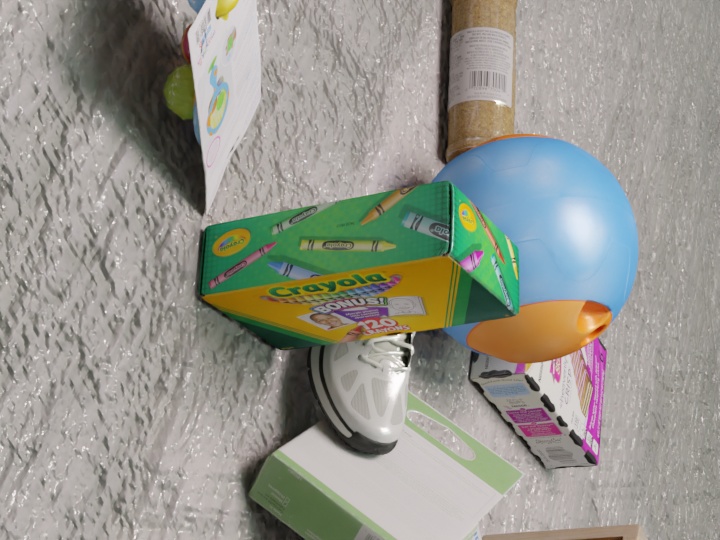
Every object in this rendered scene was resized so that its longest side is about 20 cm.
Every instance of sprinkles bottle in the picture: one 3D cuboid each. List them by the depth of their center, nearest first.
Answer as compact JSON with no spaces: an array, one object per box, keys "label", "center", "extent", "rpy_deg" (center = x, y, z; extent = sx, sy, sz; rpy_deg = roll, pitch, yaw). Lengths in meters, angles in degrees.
[{"label":"sprinkles bottle","center":[0.117,-0.195,1.711],"extent":[0.068,0.068,0.201],"rpy_deg":[36,52,-55]}]

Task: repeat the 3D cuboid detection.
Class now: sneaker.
[{"label":"sneaker","center":[0.017,0.032,1.352],"extent":[0.075,0.115,0.201],"rpy_deg":[16,46,-25]}]

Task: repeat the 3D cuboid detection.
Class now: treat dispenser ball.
[{"label":"treat dispenser ball","center":[0.143,-0.019,1.562],"extent":[0.201,0.200,0.202],"rpy_deg":[28,58,-58]}]

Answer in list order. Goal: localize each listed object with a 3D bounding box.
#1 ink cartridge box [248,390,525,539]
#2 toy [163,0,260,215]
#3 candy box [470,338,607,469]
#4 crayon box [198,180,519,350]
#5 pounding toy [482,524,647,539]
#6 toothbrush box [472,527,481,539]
[{"label":"ink cartridge box","center":[0.025,0.162,1.347],"extent":[0.048,0.145,0.200],"rpy_deg":[-61,165,23]},{"label":"toy","center":[-0.106,-0.144,1.233],"extent":[0.200,0.047,0.116],"rpy_deg":[98,13,-57]},{"label":"candy box","center":[0.180,0.092,1.761],"extent":[0.200,0.061,0.137],"rpy_deg":[48,42,-47]},{"label":"crayon box","center":[0.000,0.000,1.273],"extent":[0.119,0.199,0.059],"rpy_deg":[38,49,-54]},{"label":"pounding toy","center":[0.176,0.316,1.549],"extent":[0.143,0.183,0.200],"rpy_deg":[64,32,-31]},{"label":"toothbrush box","center":[0.032,0.276,1.385],"extent":[0.200,0.085,0.147],"rpy_deg":[-33,111,-61]}]
